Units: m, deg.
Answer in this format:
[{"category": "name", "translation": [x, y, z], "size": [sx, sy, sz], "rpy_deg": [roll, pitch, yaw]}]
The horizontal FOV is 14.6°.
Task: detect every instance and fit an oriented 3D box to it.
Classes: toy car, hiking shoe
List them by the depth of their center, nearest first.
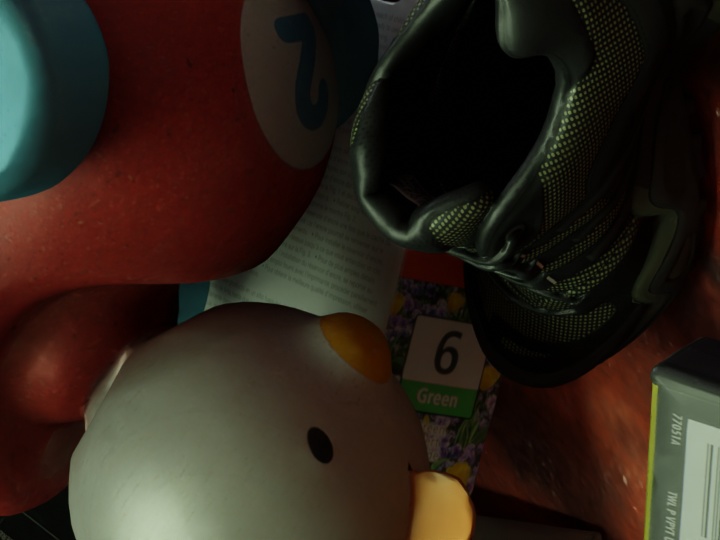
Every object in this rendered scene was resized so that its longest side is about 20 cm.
[{"category": "hiking shoe", "translation": [0.035, -0.032, 0.707], "size": [0.076, 0.100, 0.200], "rpy_deg": [49, 153, 29]}, {"category": "toy car", "translation": [-0.035, 0.025, 0.733], "size": [0.200, 0.184, 0.177], "rpy_deg": [43, 113, 14]}]

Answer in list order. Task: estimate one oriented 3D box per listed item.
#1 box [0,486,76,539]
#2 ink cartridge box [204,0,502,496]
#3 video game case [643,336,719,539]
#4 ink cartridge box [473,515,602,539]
[{"category": "box", "translation": [-0.120, 0.062, 0.951], "size": [0.124, 0.200, 0.148], "rpy_deg": [38, 161, -10]}, {"category": "ink cartridge box", "translation": [0.000, 0.000, 0.839], "size": [0.109, 0.050, 0.201], "rpy_deg": [23, 100, 56]}, {"category": "video game case", "translation": [0.148, 0.125, 0.611], "size": [0.199, 0.025, 0.182], "rpy_deg": [17, 118, 33]}, {"category": "ink cartridge box", "translation": [0.031, 0.181, 0.923], "size": [0.146, 0.083, 0.201], "rpy_deg": [4, 119, 47]}]
